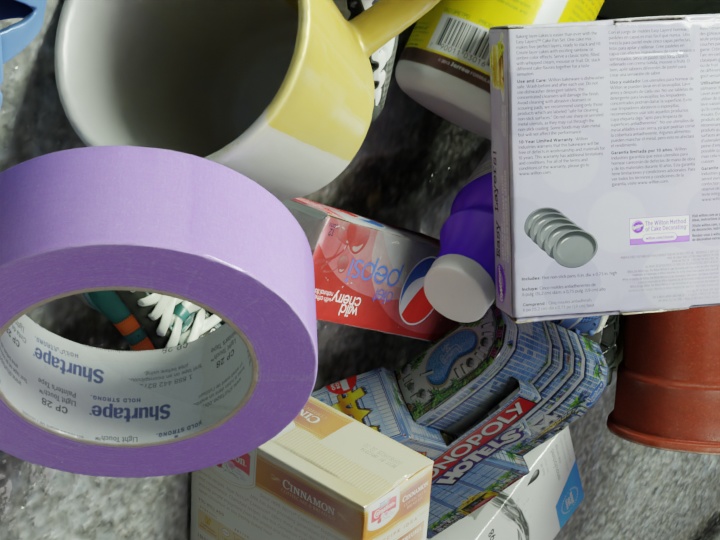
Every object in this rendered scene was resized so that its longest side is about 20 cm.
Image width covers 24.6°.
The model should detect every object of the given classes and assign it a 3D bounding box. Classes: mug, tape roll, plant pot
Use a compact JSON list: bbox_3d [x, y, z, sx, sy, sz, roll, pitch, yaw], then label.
[{"bbox_3d":[-0.048,-0.106,0.899,0.153,0.184,0.151,26,67,-64],"label":"mug"},{"bbox_3d":[-0.121,0.027,0.857,0.201,0.198,0.066,62,18,-49],"label":"tape roll"},{"bbox_3d":[0.296,0.027,1.327,0.200,0.199,0.198,-12,103,-49],"label":"plant pot"}]

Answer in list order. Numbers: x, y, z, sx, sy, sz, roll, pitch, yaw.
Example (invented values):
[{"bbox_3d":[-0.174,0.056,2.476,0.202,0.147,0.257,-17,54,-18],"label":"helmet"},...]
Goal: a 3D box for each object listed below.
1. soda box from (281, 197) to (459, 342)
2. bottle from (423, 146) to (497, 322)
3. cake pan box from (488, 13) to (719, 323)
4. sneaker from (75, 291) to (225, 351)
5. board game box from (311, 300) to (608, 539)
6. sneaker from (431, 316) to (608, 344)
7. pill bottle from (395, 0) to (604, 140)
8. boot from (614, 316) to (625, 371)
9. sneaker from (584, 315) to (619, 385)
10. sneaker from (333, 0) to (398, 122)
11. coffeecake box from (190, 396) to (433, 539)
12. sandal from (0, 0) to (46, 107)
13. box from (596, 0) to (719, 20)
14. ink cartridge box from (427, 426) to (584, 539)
[{"bbox_3d":[0.000,0.000,1.117,0.199,0.063,0.071,14,98,-55],"label":"soda box"},{"bbox_3d":[0.105,-0.045,1.139,0.065,0.083,0.200,50,47,-17],"label":"bottle"},{"bbox_3d":[0.182,-0.068,1.050,0.197,0.052,0.187,-5,101,-9],"label":"cake pan box"},{"bbox_3d":[-0.106,0.027,0.973,0.072,0.079,0.201,-50,143,-21],"label":"sneaker"},{"bbox_3d":[0.059,0.108,1.192,0.199,0.062,0.199,-38,147,23],"label":"board game box"},{"bbox_3d":[0.143,0.021,1.239,0.199,0.078,0.076,-29,174,17],"label":"sneaker"},{"bbox_3d":[0.110,-0.193,1.107,0.109,0.109,0.202,28,87,-56],"label":"pill bottle"},{"bbox_3d":[0.273,0.005,1.482,0.154,0.072,0.202,17,100,-56],"label":"boot"},{"bbox_3d":[0.177,0.043,1.319,0.076,0.091,0.201,-15,141,-49],"label":"sneaker"},{"bbox_3d":[0.010,-0.187,1.013,0.090,0.066,0.202,-31,131,-36],"label":"sneaker"},{"bbox_3d":[-0.038,0.193,1.103,0.073,0.153,0.202,-26,130,-43],"label":"coffeecake box"},{"bbox_3d":[-0.179,-0.141,0.787,0.201,0.079,0.087,-54,148,-3],"label":"sandal"},{"bbox_3d":[0.236,-0.235,1.170,0.124,0.199,0.150,1,110,-53],"label":"box"},{"bbox_3d":[0.101,0.218,1.382,0.200,0.066,0.116,-48,143,-24],"label":"ink cartridge box"}]
